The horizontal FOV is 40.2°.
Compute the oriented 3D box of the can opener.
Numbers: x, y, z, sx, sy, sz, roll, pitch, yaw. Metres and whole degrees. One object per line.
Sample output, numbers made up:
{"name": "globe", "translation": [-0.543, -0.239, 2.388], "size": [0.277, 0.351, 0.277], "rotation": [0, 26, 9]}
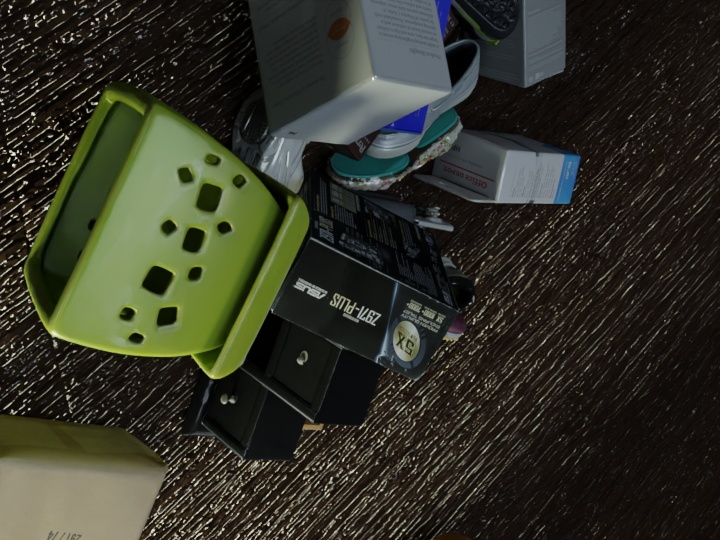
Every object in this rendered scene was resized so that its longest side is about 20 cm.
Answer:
{"name": "can opener", "translation": [0.039, -0.060, 1.196], "size": [0.198, 0.052, 0.068], "rotation": [11, 102, -47]}

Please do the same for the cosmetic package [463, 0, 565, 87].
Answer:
{"name": "cosmetic package", "translation": [0.181, -0.332, 1.167], "size": [0.089, 0.106, 0.203], "rotation": [-26, 128, -33]}

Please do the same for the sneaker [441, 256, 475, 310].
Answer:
{"name": "sneaker", "translation": [0.074, 0.060, 1.263], "size": [0.199, 0.087, 0.075], "rotation": [-37, 132, -26]}

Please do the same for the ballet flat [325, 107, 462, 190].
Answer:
{"name": "ballet flat", "translation": [0.042, -0.131, 1.157], "size": [0.198, 0.076, 0.064], "rotation": [-28, 151, -28]}

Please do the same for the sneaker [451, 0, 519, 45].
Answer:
{"name": "sneaker", "translation": [0.095, -0.328, 1.109], "size": [0.200, 0.082, 0.072], "rotation": [46, 73, -19]}

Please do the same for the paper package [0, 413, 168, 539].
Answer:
{"name": "paper package", "translation": [-0.317, 0.248, 0.954], "size": [0.198, 0.103, 0.194], "rotation": [19, 96, -48]}

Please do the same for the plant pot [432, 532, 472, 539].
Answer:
{"name": "plant pot", "translation": [0.112, 0.495, 1.454], "size": [0.183, 0.197, 0.204], "rotation": [-37, 134, -47]}

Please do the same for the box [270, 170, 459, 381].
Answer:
{"name": "box", "translation": [0.000, 0.000, 0.996], "size": [0.162, 0.201, 0.087], "rotation": [26, 109, -14]}

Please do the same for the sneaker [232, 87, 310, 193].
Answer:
{"name": "sneaker", "translation": [-0.104, -0.082, 1.028], "size": [0.099, 0.077, 0.202], "rotation": [27, 92, -54]}

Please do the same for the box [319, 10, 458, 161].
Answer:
{"name": "box", "translation": [0.010, -0.234, 1.070], "size": [0.201, 0.074, 0.100], "rotation": [-54, 137, -8]}

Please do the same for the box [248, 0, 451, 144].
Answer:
{"name": "box", "translation": [-0.017, -0.240, 0.921], "size": [0.105, 0.151, 0.204], "rotation": [-1, 78, -44]}

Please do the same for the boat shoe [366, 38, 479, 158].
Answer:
{"name": "boat shoe", "translation": [0.069, -0.206, 1.131], "size": [0.200, 0.070, 0.072], "rotation": [-42, 159, -31]}

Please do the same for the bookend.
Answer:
{"name": "bookend", "translation": [-0.080, 0.130, 1.062], "size": [0.091, 0.197, 0.203], "rotation": [12, 102, -46]}

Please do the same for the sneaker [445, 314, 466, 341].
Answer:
{"name": "sneaker", "translation": [0.061, 0.016, 1.167], "size": [0.198, 0.075, 0.092], "rotation": [24, 90, -34]}

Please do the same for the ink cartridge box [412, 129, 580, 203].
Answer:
{"name": "ink cartridge box", "translation": [0.174, -0.133, 1.249], "size": [0.198, 0.115, 0.068], "rotation": [-3, 112, -44]}

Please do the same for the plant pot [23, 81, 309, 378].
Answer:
{"name": "plant pot", "translation": [-0.166, -0.029, 0.866], "size": [0.180, 0.199, 0.203], "rotation": [26, 93, -29]}

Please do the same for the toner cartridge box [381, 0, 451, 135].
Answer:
{"name": "toner cartridge box", "translation": [0.040, -0.247, 1.010], "size": [0.094, 0.043, 0.204], "rotation": [1, 107, -42]}

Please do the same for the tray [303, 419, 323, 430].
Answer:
{"name": "tray", "translation": [-0.057, 0.090, 1.187], "size": [0.098, 0.037, 0.203], "rotation": [13, 101, -47]}
